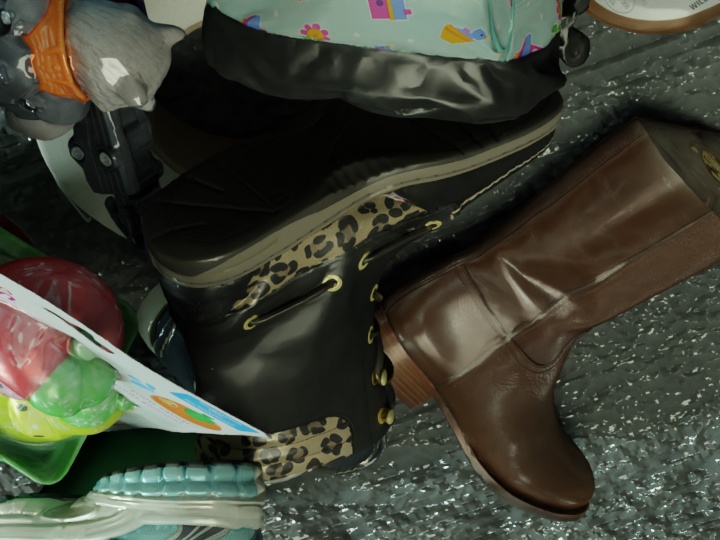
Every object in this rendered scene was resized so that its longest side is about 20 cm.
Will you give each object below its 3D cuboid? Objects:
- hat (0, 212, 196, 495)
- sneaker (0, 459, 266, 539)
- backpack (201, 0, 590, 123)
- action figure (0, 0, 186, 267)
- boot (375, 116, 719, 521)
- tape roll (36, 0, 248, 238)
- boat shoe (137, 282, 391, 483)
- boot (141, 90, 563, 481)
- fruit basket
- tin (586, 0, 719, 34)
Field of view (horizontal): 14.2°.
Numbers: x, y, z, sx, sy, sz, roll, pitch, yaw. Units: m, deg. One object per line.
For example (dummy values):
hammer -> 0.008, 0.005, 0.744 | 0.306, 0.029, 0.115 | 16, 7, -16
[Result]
hat -> -0.090, 0.069, 1.406 | 0.165, 0.200, 0.176 | 17, 99, 10
sneaker -> -0.126, 0.140, 1.272 | 0.200, 0.086, 0.078 | -17, 163, 38
backpack -> 0.014, -0.163, 1.128 | 0.167, 0.127, 0.200 | 7, 116, 9
action figure -> -0.153, -0.072, 1.214 | 0.193, 0.105, 0.200 | -4, 118, 35
boot -> 0.124, 0.024, 1.411 | 0.200, 0.064, 0.186 | -36, 130, 19
tape roll -> -0.048, -0.085, 1.298 | 0.202, 0.037, 0.203 | -3, 134, -3
boat shoe -> -0.035, 0.061, 1.395 | 0.075, 0.062, 0.200 | -37, 145, 2
boot -> 0.000, 0.000, 1.271 | 0.200, 0.073, 0.151 | -28, 137, -25
fruit basket -> -0.151, 0.029, 1.193 | 0.185, 0.200, 0.094 | 32, 81, -22
tin -> 0.108, -0.178, 1.229 | 0.112, 0.042, 0.200 | -34, 128, 18
